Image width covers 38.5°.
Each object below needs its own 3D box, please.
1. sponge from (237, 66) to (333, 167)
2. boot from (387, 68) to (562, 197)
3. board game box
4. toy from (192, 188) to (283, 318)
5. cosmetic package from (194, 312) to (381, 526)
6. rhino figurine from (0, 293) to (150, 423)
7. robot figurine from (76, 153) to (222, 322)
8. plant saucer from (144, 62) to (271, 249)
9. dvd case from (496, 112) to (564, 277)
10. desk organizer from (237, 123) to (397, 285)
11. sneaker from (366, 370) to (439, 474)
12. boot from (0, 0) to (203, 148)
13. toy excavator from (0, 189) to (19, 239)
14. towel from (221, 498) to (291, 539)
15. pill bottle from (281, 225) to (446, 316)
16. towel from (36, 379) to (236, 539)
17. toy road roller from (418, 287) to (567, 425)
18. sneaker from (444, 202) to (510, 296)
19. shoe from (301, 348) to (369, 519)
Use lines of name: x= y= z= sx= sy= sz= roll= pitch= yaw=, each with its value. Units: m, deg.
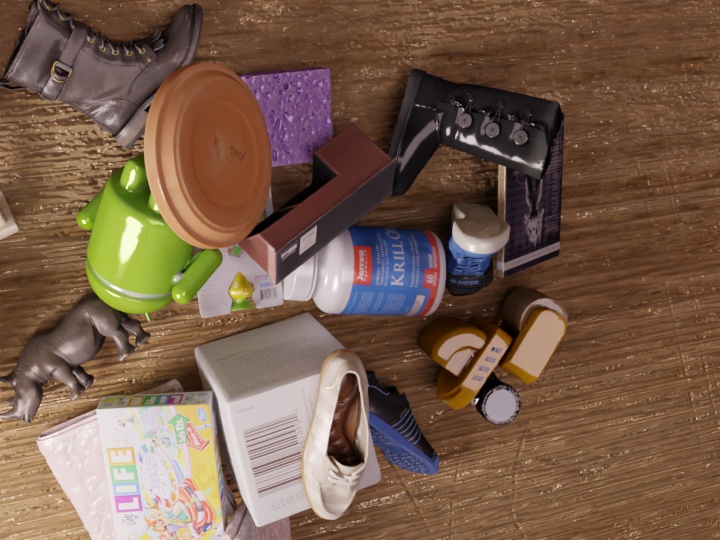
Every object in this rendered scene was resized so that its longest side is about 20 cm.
sponge: x=-0.120 y=-0.179 z=1.234 sx=0.197 sy=0.030 sz=0.114 roll=-12 pitch=109 yaw=-33
boot: x=0.139 y=-0.150 z=1.295 sx=0.197 sy=0.066 sz=0.168 roll=16 pitch=100 yaw=10
board game box: x=-0.232 y=0.245 z=1.230 sx=0.132 sy=0.034 sz=0.203 roll=-3 pitch=110 yaw=2
toy: x=-0.162 y=-0.050 z=1.258 sx=0.114 sy=0.047 sz=0.204 roll=-9 pitch=90 yaw=-33
cosmetic package: x=-0.093 y=0.175 z=1.271 sx=0.163 sy=0.200 sz=0.168 roll=-17 pitch=110 yaw=-15
rhino figurine: x=-0.353 y=0.108 z=1.224 sx=0.199 sy=0.060 sz=0.088 roll=-39 pitch=95 yaw=-7
robot figurine: x=-0.245 y=-0.037 z=1.172 sx=0.174 sy=0.115 sz=0.202 roll=33 pitch=122 yaw=14
plant saucer: x=-0.157 y=-0.126 z=1.132 sx=0.199 sy=0.032 sz=0.204 roll=-1 pitch=91 yaw=-59
dvd case: x=0.229 y=-0.104 z=1.392 sx=0.148 sy=0.016 sz=0.204 roll=-18 pitch=112 yaw=-47
desk organizer: x=-0.054 y=-0.082 z=1.236 sx=0.199 sy=0.077 sz=0.072 roll=-39 pitch=159 yaw=-24
sneaker: x=0.053 y=0.211 z=1.414 sx=0.200 sy=0.069 sz=0.079 roll=44 pitch=53 yaw=-41
boot: x=-0.287 y=-0.250 z=1.149 sx=0.173 sy=0.069 sz=0.201 roll=33 pitch=93 yaw=-27
toy excavator: x=-0.435 y=-0.139 z=1.094 sx=0.099 sy=0.194 sz=0.202 roll=-25 pitch=84 yaw=-14
towel: x=-0.126 y=0.378 z=1.332 sx=0.032 sy=0.191 sz=0.204 roll=0 pitch=108 yaw=13
pill bottle: x=0.000 y=0.000 z=1.309 sx=0.197 sy=0.112 sz=0.114 roll=2 pitch=104 yaw=-21
towel: x=-0.273 y=0.255 z=1.279 sx=0.188 sy=0.032 sz=0.202 roll=-21 pitch=110 yaw=4
toy road roller: x=0.171 y=0.098 z=1.405 sx=0.145 sy=0.123 sz=0.201 roll=34 pitch=91 yaw=-15
sneaker: x=0.143 y=-0.014 z=1.320 sx=0.075 sy=0.200 sz=0.113 roll=4 pitch=104 yaw=-3
shoe: x=-0.026 y=0.192 z=1.161 sx=0.069 sy=0.053 sz=0.204 roll=0 pitch=104 yaw=-20
